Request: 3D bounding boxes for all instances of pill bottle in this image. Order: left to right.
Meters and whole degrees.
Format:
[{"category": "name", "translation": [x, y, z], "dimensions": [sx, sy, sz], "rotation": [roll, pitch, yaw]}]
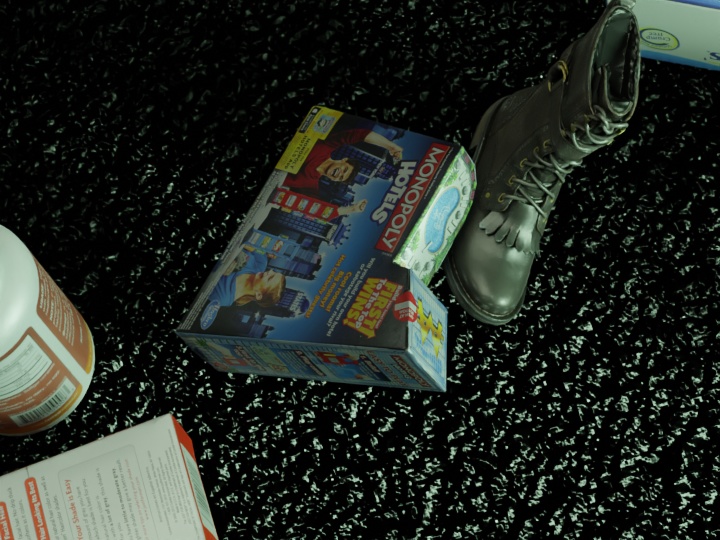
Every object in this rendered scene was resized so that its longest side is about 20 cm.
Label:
[{"category": "pill bottle", "translation": [-0.266, 0.032, 1.564], "dimensions": [0.111, 0.200, 0.113], "rotation": [-5, 64, 10]}]

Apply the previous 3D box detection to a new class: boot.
[{"category": "boot", "translation": [0.129, -0.076, 1.534], "dimensions": [0.069, 0.174, 0.202], "rotation": [19, 65, -19]}]

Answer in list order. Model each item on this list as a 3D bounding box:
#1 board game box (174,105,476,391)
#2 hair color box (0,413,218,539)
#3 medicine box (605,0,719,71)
[{"category": "board game box", "translation": [0.000, 0.000, 1.558], "dimensions": [0.199, 0.062, 0.201], "rotation": [20, 73, 41]}, {"category": "hair color box", "translation": [-0.203, 0.191, 1.555], "dimensions": [0.198, 0.064, 0.112], "rotation": [-20, 64, 2]}, {"category": "medicine box", "translation": [0.289, -0.249, 1.616], "dimensions": [0.181, 0.103, 0.202], "rotation": [12, 68, 18]}]
